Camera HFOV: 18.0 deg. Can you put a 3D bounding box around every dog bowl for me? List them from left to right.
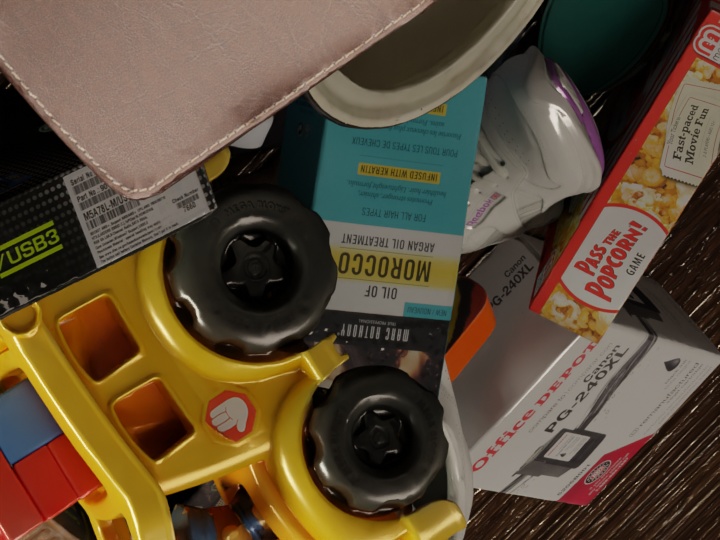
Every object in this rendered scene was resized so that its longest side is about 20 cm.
[{"bbox_3d":[0.017,-0.164,0.961,0.200,0.074,0.201,-37,147,-29],"label":"dog bowl"}]

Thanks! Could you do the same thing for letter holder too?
[{"bbox_3d":[-0.091,-0.144,0.777,0.142,0.101,0.200,-36,118,-4],"label":"letter holder"}]

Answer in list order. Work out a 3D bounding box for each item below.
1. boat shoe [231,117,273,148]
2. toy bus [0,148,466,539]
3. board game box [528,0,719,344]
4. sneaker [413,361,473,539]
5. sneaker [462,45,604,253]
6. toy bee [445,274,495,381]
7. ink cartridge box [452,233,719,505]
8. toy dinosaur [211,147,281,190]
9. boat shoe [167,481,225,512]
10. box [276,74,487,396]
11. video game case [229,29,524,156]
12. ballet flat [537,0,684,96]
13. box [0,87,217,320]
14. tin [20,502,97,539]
[{"bbox_3d":[-0.096,-0.109,0.949,0.199,0.074,0.068,25,95,-47],"label":"boat shoe"},{"bbox_3d":[-0.081,0.073,0.946,0.192,0.200,0.136,-36,-177,-20],"label":"toy bus"},{"bbox_3d":[0.163,-0.080,1.224,0.200,0.046,0.152,-61,-175,30],"label":"board game box"},{"bbox_3d":[0.017,0.057,1.196,0.075,0.201,0.089,-23,-166,2],"label":"sneaker"},{"bbox_3d":[0.068,-0.049,1.188,0.099,0.075,0.200,-25,166,-12],"label":"sneaker"},{"bbox_3d":[-0.011,0.077,1.301,0.200,0.108,0.131,-51,154,-37],"label":"toy bee"},{"bbox_3d":[0.120,0.067,1.436,0.145,0.083,0.200,-49,151,16],"label":"ink cartridge box"},{"bbox_3d":[-0.098,0.014,1.119,0.201,0.135,0.086,-64,-169,3],"label":"toy dinosaur"},{"bbox_3d":[-0.078,0.083,1.235,0.073,0.075,0.200,-14,137,-31],"label":"boat shoe"},{"bbox_3d":[0.000,0.000,1.072,0.082,0.049,0.201,5,97,-24],"label":"box"},{"bbox_3d":[0.012,-0.124,1.106,0.200,0.019,0.143,-14,142,-38],"label":"video game case"},{"bbox_3d":[0.144,-0.171,1.153,0.071,0.069,0.200,-58,170,-37],"label":"ballet flat"},{"bbox_3d":[-0.182,-0.010,0.875,0.200,0.193,0.048,-28,112,-23],"label":"box"},{"bbox_3d":[-0.187,0.070,1.023,0.042,0.112,0.200,-40,136,0],"label":"tin"}]
